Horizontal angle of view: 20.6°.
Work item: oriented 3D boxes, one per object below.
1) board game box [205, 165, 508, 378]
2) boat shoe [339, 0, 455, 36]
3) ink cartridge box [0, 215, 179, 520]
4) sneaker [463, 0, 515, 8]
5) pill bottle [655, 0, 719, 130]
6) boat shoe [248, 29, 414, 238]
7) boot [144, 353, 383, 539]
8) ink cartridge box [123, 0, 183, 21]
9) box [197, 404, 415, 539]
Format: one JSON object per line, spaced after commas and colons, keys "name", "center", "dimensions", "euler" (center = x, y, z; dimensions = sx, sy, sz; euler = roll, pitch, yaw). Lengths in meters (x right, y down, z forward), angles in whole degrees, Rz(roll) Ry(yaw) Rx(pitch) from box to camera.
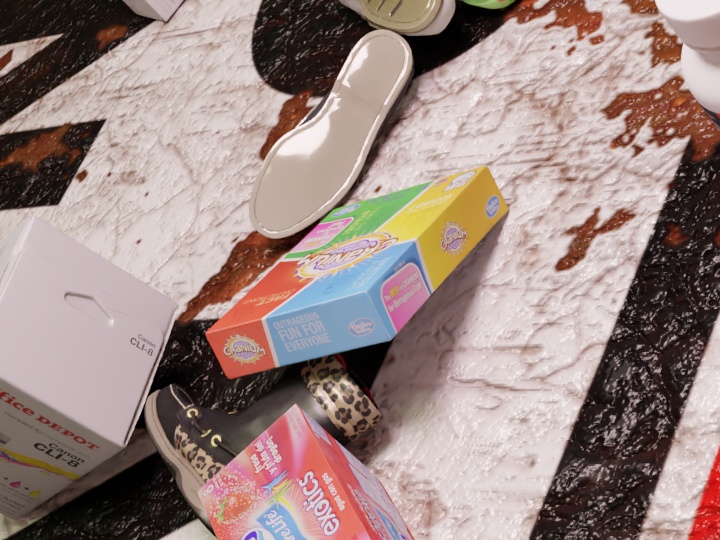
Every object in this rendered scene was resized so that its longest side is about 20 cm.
{"name": "board game box", "center": [0.000, 0.000, 1.449], "dimensions": [0.153, 0.040, 0.200], "euler": [-15, 19, 36]}
{"name": "boat shoe", "center": [0.032, -0.240, 1.703], "dimensions": [0.075, 0.068, 0.200], "euler": [-57, 35, 5]}
{"name": "ink cartridge box", "center": [-0.268, 0.081, 1.579], "dimensions": [0.200, 0.145, 0.145], "euler": [-35, 30, 47]}
{"name": "sneaker", "center": [0.128, -0.311, 1.673], "dimensions": [0.084, 0.077, 0.200], "euler": [12, 62, 47]}
{"name": "pill bottle", "center": [0.268, -0.123, 1.222], "dimensions": [0.119, 0.200, 0.120], "euler": [-28, 38, 24]}
{"name": "boat shoe", "center": [-0.021, -0.107, 1.654], "dimensions": [0.200, 0.073, 0.063], "euler": [-56, -8, -5]}
{"name": "boot", "center": [-0.073, 0.108, 1.458], "dimensions": [0.151, 0.073, 0.200], "euler": [-40, 27, 0]}
{"name": "ink cartridge box", "center": [-0.190, -0.370, 2.032], "dimensions": [0.200, 0.115, 0.068], "euler": [-54, 35, -12]}
{"name": "box", "center": [-0.017, 0.194, 1.285], "dimensions": [0.095, 0.103, 0.200], "euler": [-42, 36, 6]}
